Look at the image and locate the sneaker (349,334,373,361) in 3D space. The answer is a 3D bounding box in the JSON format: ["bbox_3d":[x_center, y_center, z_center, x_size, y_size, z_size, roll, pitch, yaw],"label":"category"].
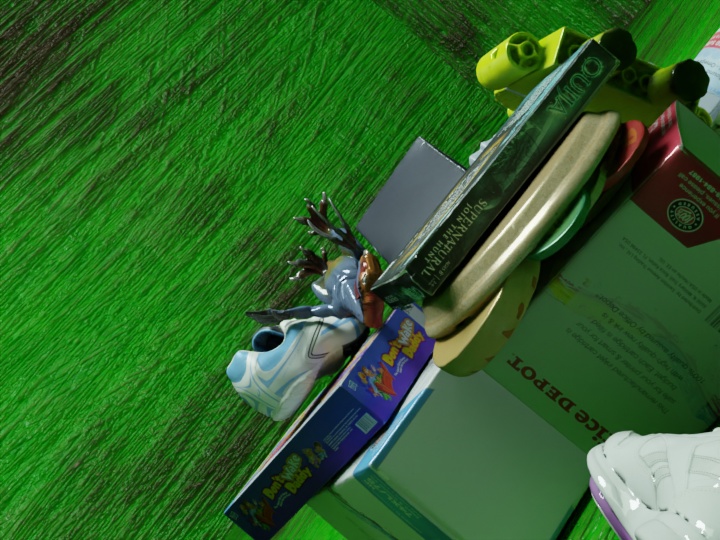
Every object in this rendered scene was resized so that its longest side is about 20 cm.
[{"bbox_3d":[0.088,0.108,1.104,0.088,0.199,0.076,-47,-24,-72],"label":"sneaker"}]

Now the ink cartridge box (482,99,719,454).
[{"bbox_3d":[0.201,0.016,0.803,0.200,0.145,0.145,-49,3,23],"label":"ink cartridge box"}]

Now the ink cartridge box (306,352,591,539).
[{"bbox_3d":[0.073,0.163,0.943,0.147,0.146,0.200,-51,1,-25],"label":"ink cartridge box"}]

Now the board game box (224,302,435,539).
[{"bbox_3d":[-0.022,0.126,0.970,0.200,0.045,0.135,-50,0,38],"label":"board game box"}]

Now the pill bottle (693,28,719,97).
[{"bbox_3d":[0.324,-0.124,1.104,0.200,0.109,0.109,-51,2,-2],"label":"pill bottle"}]

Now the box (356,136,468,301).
[{"bbox_3d":[0.124,-0.001,1.000,0.104,0.200,0.182,-54,26,8],"label":"box"}]

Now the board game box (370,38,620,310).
[{"bbox_3d":[0.088,-0.060,0.804,0.200,0.028,0.135,-51,3,-9],"label":"board game box"}]

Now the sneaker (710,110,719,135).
[{"bbox_3d":[0.287,-0.088,0.864,0.099,0.075,0.201,0,-66,-37],"label":"sneaker"}]

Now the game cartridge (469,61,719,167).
[{"bbox_3d":[0.212,-0.112,1.029,0.200,0.041,0.133,-30,39,-17],"label":"game cartridge"}]

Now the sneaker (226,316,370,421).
[{"bbox_3d":[-0.047,0.064,1.007,0.072,0.072,0.200,-51,-7,25],"label":"sneaker"}]

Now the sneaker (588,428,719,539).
[{"bbox_3d":[0.179,0.118,0.597,0.100,0.075,0.200,-37,7,2],"label":"sneaker"}]

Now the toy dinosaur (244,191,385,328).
[{"bbox_3d":[0.000,0.000,0.994,0.181,0.200,0.105,40,115,49],"label":"toy dinosaur"}]

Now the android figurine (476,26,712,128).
[{"bbox_3d":[0.180,-0.138,0.919,0.200,0.182,0.041,168,120,-72],"label":"android figurine"}]

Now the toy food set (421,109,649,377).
[{"bbox_3d":[0.113,-0.027,0.777,0.198,0.049,0.200,-50,2,15],"label":"toy food set"}]
